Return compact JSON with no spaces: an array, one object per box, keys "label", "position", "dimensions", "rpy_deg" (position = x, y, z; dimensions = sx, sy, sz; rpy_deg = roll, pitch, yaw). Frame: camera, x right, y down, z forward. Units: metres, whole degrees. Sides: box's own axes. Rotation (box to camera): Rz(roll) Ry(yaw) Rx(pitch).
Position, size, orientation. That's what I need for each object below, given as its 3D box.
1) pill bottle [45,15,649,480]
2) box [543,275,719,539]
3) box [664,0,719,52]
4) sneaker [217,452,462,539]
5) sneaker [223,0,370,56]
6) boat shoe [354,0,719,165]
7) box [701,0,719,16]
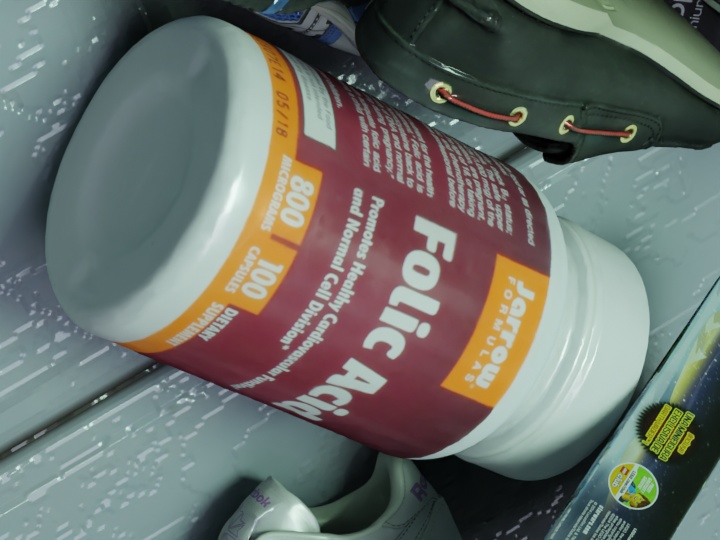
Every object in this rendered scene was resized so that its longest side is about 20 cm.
[{"label":"pill bottle","position":[0.000,0.000,0.853],"dimensions":[0.199,0.114,0.115],"rpy_deg":[24,101,-34]},{"label":"box","position":[0.091,0.101,0.902],"dimensions":[0.200,0.040,0.137],"rpy_deg":[-52,172,-34]},{"label":"box","position":[0.160,-0.144,0.919],"dimensions":[0.199,0.036,0.144],"rpy_deg":[3,112,-27]},{"label":"sneaker","position":[-0.050,0.138,0.933],"dimensions":[0.199,0.075,0.100],"rpy_deg":[-27,107,-17]},{"label":"sneaker","position":[-0.012,-0.117,0.821],"dimensions":[0.200,0.077,0.076],"rpy_deg":[22,99,-52]},{"label":"boat shoe","position":[0.072,-0.073,0.831],"dimensions":[0.063,0.074,0.201],"rpy_deg":[-50,148,19]},{"label":"box","position":[0.174,-0.139,0.839],"dimensions":[0.200,0.115,0.133],"rpy_deg":[32,94,-36]}]
